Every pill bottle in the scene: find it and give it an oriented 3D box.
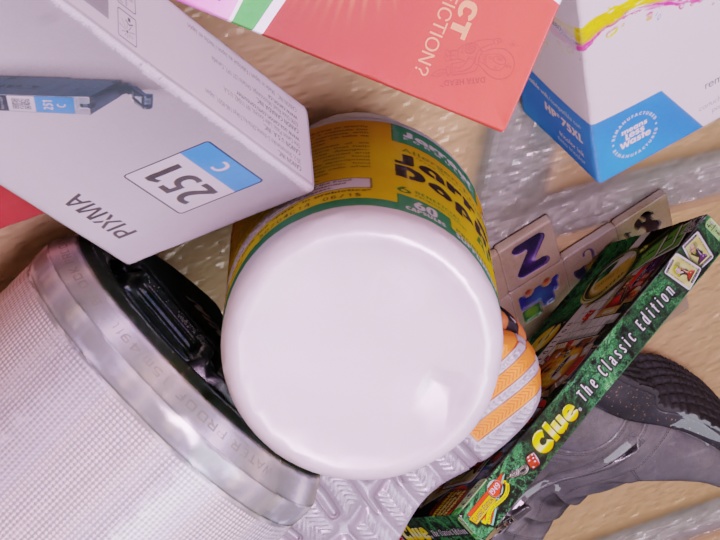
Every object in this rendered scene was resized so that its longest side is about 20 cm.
[{"bbox_3d":[0.000,0.000,1.080,0.113,0.200,0.113,0,109,0],"label":"pill bottle"}]

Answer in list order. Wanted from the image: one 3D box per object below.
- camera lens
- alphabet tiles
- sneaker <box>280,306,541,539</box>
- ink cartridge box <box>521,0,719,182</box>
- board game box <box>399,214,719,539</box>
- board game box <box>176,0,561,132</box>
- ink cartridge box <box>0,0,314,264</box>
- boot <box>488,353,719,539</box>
[{"bbox_3d":[-0.129,0.097,1.104,0.200,0.160,0.160,-45,141,5],"label":"camera lens"},{"bbox_3d":[0.085,0.041,1.350,0.200,0.008,0.167,-32,140,-11],"label":"alphabet tiles"},{"bbox_3d":[-0.008,0.081,1.221,0.200,0.112,0.078,-33,115,0],"label":"sneaker"},{"bbox_3d":[0.128,-0.150,1.154,0.116,0.067,0.200,-29,140,-15],"label":"ink cartridge box"},{"bbox_3d":[0.092,0.055,1.248,0.200,0.023,0.105,-48,-171,-21],"label":"board game box"},{"bbox_3d":[-0.005,-0.158,0.975,0.200,0.040,0.153,20,98,-24],"label":"board game box"},{"bbox_3d":[-0.143,-0.057,0.972,0.176,0.045,0.200,-20,149,25],"label":"ink cartridge box"},{"bbox_3d":[0.128,0.107,1.401,0.200,0.070,0.132,29,109,-38],"label":"boot"}]
